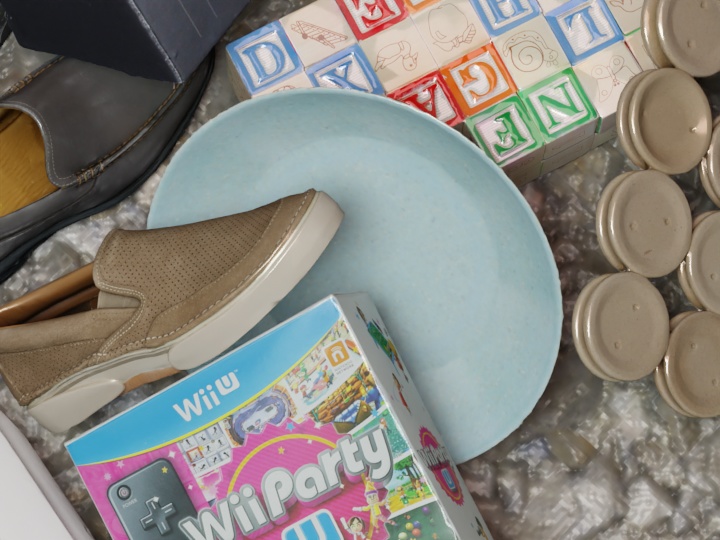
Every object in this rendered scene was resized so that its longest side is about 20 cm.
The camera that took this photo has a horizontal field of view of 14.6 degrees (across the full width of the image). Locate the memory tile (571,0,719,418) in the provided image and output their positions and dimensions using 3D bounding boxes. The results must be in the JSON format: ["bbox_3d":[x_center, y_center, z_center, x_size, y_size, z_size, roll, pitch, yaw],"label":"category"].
[{"bbox_3d":[0.173,-0.027,1.316,0.153,0.017,0.200,23,74,-32],"label":"memory tile"}]

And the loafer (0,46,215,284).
[{"bbox_3d":[-0.147,-0.058,1.333,0.073,0.072,0.200,43,78,11],"label":"loafer"}]

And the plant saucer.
[{"bbox_3d":[0.000,0.000,1.292,0.201,0.201,0.039,24,33,5],"label":"plant saucer"}]

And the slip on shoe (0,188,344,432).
[{"bbox_3d":[-0.094,0.008,1.266,0.061,0.200,0.076,48,41,-16],"label":"slip on shoe"}]

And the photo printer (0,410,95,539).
[{"bbox_3d":[-0.196,0.155,1.260,0.166,0.069,0.200,-34,61,-9],"label":"photo printer"}]

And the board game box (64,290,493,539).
[{"bbox_3d":[-0.020,0.131,1.253,0.147,0.064,0.200,-29,83,15],"label":"board game box"}]

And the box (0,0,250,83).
[{"bbox_3d":[-0.105,-0.229,1.285,0.117,0.197,0.200,16,60,40],"label":"box"}]

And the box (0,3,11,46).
[{"bbox_3d":[-0.268,-0.116,1.359,0.158,0.048,0.200,31,78,8],"label":"box"}]

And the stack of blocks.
[{"bbox_3d":[0.049,-0.095,1.351,0.200,0.059,0.115,-27,78,-7],"label":"stack of blocks"}]
